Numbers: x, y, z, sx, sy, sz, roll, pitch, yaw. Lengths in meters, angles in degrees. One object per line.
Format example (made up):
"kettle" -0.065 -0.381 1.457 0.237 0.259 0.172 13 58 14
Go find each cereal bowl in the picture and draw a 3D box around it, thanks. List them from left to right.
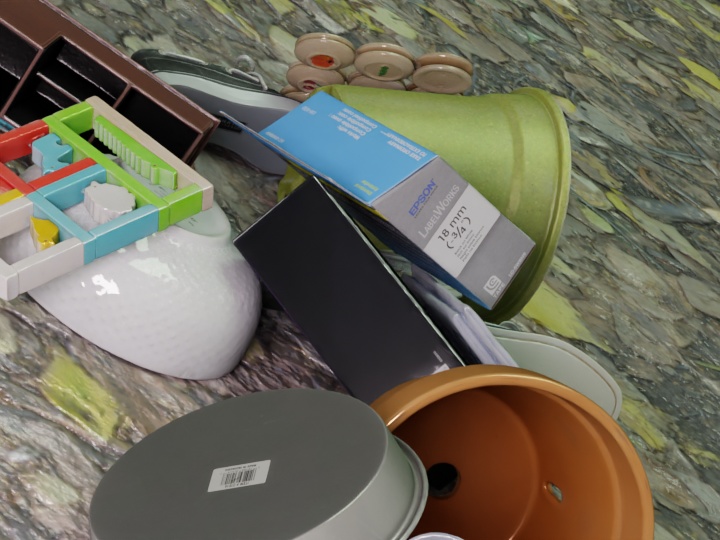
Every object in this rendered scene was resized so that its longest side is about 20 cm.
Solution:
"cereal bowl" -0.148 -0.018 1.731 0.200 0.083 0.200 31 19 -12

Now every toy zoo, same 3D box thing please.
"toy zoo" -0.213 -0.045 1.642 0.200 0.020 0.131 -26 47 -34

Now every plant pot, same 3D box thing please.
"plant pot" 0.040 -0.069 2.024 0.184 0.201 0.200 12 27 -23
"plant pot" 0.065 0.147 1.551 0.200 0.200 0.140 28 3 -16

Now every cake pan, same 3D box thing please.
"cake pan" -0.063 0.127 1.395 0.200 0.200 0.037 -102 176 -63

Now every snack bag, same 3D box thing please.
"snack bag" 0.107 0.089 1.788 0.200 0.021 0.189 54 -4 -13

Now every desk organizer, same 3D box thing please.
"desk organizer" -0.212 -0.129 1.851 0.200 0.072 0.077 35 22 -2

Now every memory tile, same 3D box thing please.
"memory tile" 0.008 -0.143 2.126 0.153 0.200 0.017 9 68 -7

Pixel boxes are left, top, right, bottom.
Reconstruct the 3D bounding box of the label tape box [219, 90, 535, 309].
"label tape box" 0.015 -0.065 1.791 0.144 0.063 0.200 33 -4 46

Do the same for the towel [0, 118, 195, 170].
"towel" -0.212 -0.106 1.927 0.200 0.022 0.147 27 21 -18

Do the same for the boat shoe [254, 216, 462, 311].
"boat shoe" -0.002 0.000 1.909 0.202 0.074 0.065 6 70 -42

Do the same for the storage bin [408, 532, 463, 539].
"storage bin" 0.069 0.256 1.373 0.200 0.146 0.134 42 -3 11

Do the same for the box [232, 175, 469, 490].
"box" 0.012 0.045 1.724 0.200 0.079 0.141 52 4 15

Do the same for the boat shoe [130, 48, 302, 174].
"boat shoe" -0.104 -0.136 2.091 0.199 0.074 0.068 12 42 -28

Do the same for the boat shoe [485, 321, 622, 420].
"boat shoe" 0.102 0.076 1.915 0.200 0.075 0.062 14 4 -15
